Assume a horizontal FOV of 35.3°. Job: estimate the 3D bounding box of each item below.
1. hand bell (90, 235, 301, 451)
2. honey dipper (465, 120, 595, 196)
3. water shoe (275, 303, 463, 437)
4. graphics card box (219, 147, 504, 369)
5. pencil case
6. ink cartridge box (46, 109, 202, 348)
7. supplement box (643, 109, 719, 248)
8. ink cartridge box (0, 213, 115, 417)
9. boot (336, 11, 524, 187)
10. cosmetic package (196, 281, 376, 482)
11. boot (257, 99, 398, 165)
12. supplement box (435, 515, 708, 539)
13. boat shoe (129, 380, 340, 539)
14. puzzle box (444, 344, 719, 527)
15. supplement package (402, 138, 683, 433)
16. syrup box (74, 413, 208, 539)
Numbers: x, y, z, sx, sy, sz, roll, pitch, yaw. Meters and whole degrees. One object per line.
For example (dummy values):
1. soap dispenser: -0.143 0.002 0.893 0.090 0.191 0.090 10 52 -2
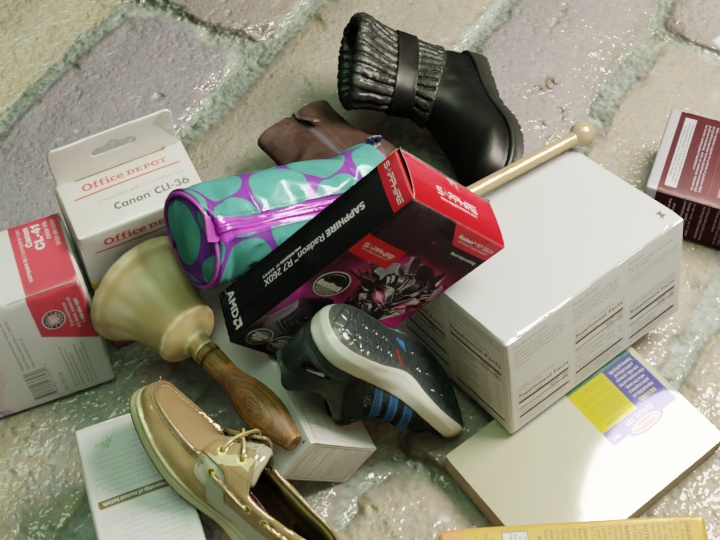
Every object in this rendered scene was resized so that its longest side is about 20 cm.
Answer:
1. hand bell: -0.118 0.073 0.904 0.104 0.105 0.200 -37 60 -22
2. honey dipper: 0.121 -0.082 0.962 0.198 0.038 0.038 -29 58 -18
3. water shoe: 0.008 0.089 0.910 0.078 0.200 0.072 -32 46 20
4. graphics card box: 0.000 0.000 0.879 0.199 0.125 0.051 -36 55 26
5. pencil case: -0.059 -0.048 0.930 0.198 0.092 0.087 -18 96 -32
6. ink cartridge box: -0.188 -0.033 0.973 0.115 0.201 0.068 -24 56 -15
7. supplement box: 0.374 -0.072 1.068 0.197 0.061 0.110 18 57 16
8. ink cartridge box: -0.322 0.054 0.948 0.197 0.149 0.086 -17 54 -12
9. boot: 0.061 -0.156 1.096 0.156 0.080 0.213 13 39 -26
10. cosmetic package: -0.069 0.083 0.955 0.051 0.082 0.201 -46 54 21
11. boot: -0.044 -0.072 1.077 0.166 0.073 0.199 38 54 23
12. supplement box: 0.154 0.225 0.827 0.196 0.067 0.070 -6 60 1
13. boat shoe: -0.090 0.154 0.854 0.200 0.066 0.074 49 21 -5
14. puzzle box: 0.185 0.151 0.935 0.198 0.026 0.133 -32 58 -20
15. supplement package: 0.151 0.007 0.972 0.198 0.112 0.156 -32 47 -20
16. syrup box: -0.156 0.214 0.868 0.080 0.079 0.202 -16 55 -9
